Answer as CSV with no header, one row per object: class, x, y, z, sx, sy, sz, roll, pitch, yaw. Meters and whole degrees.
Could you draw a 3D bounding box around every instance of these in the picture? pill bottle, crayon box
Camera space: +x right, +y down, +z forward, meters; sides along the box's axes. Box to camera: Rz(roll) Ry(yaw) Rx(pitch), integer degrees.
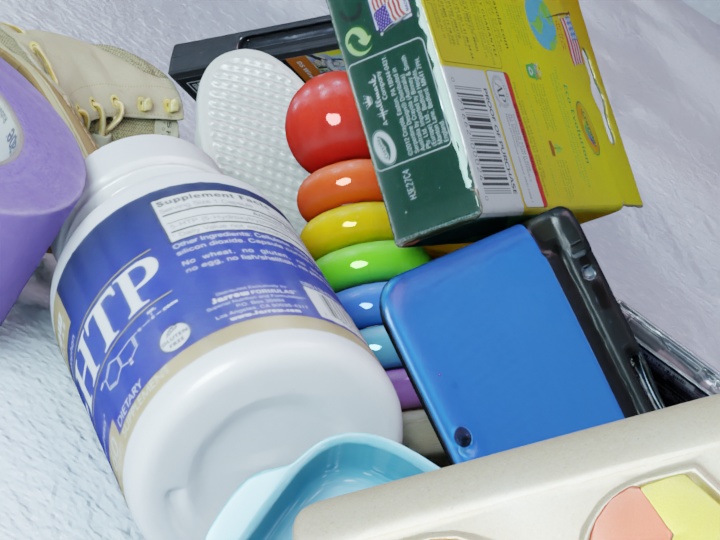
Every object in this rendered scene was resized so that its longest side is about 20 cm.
pill bottle,-0.070,0.027,0.890,0.119,0.120,0.200,21,21,-34
crayon box,0.065,-0.080,0.992,0.200,0.051,0.127,-3,76,-60

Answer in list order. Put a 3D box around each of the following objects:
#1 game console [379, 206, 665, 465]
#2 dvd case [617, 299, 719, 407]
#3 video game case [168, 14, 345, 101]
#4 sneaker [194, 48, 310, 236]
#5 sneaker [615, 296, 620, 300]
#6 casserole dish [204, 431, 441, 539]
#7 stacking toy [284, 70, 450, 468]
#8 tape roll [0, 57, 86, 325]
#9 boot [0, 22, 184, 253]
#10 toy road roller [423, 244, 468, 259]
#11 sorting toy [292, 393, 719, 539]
game console,0.081,0.086,0.924,0.201,0.118,0.171,65,-14,4
dvd case,0.183,0.083,1.024,0.149,0.016,0.200,37,-8,12
video game case,0.019,-0.084,1.166,0.200,0.180,0.026,43,49,-49
sneaker,-0.041,-0.010,1.030,0.074,0.082,0.201,-14,78,-23
sneaker,0.159,0.074,1.222,0.200,0.075,0.082,34,18,-4
casserole dish,0.027,0.151,0.788,0.200,0.121,0.039,35,-13,1
stacking toy,0.000,0.000,0.957,0.085,0.085,0.201,10,62,-50
tape roll,-0.225,-0.054,0.882,0.200,0.085,0.200,30,19,-12
boot,-0.148,-0.071,1.073,0.155,0.073,0.200,14,24,-48
toy road roller,0.027,-0.005,1.122,0.199,0.123,0.146,10,63,-4
sorting toy,0.077,0.144,0.704,0.037,0.184,0.201,64,12,-58
